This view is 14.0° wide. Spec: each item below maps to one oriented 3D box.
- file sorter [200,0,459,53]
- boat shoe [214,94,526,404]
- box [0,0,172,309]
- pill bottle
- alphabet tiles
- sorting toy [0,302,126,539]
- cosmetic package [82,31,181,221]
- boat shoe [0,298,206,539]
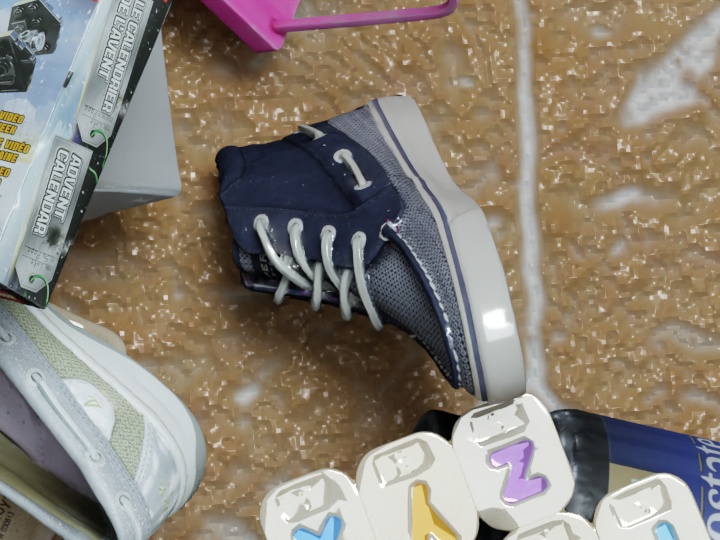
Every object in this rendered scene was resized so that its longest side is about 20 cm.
[{"bbox_3d":[-0.004,-0.211,1.158,0.139,0.125,0.201,41,60,-40],"label":"file sorter"},{"bbox_3d":[0.000,0.000,1.155,0.092,0.200,0.075,-15,118,-6],"label":"boat shoe"},{"bbox_3d":[-0.172,-0.073,1.083,0.199,0.040,0.138,14,77,35],"label":"box"},{"bbox_3d":[0.114,0.119,1.186,0.199,0.112,0.112,13,80,-9],"label":"pill bottle"},{"bbox_3d":[0.047,0.156,1.114,0.199,0.015,0.196,-22,84,-2],"label":"alphabet tiles"},{"bbox_3d":[-0.216,0.072,1.166,0.199,0.036,0.186,24,74,-5],"label":"sorting toy"},{"bbox_3d":[-0.144,-0.118,1.164,0.090,0.106,0.201,7,73,-54],"label":"cosmetic package"},{"bbox_3d":[-0.154,0.037,1.114,0.202,0.075,0.065,36,33,5],"label":"boat shoe"}]
